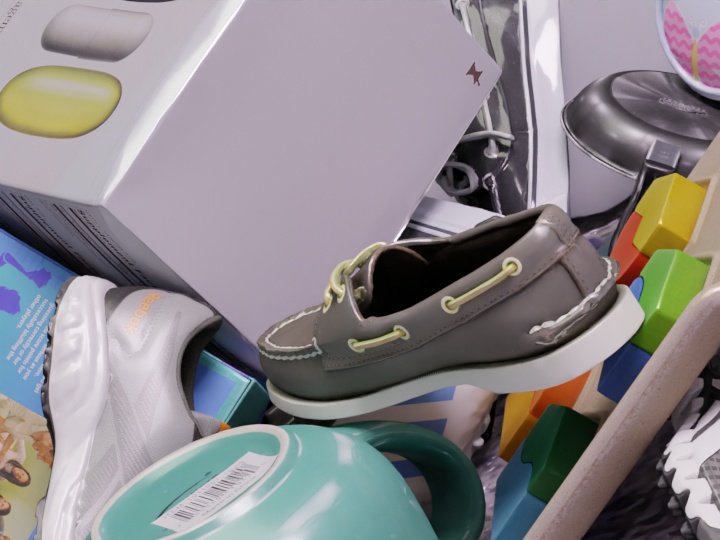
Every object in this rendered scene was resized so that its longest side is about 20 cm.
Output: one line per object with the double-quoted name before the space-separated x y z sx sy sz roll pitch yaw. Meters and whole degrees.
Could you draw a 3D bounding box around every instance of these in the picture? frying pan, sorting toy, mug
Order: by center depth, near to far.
"mug" -0.039 0.124 1.005 0.152 0.115 0.185 -21 19 17
"sorting toy" 0.102 0.035 1.031 0.185 0.036 0.200 -58 3 25
"frying pan" 0.132 -0.058 1.203 0.115 0.031 0.190 29 30 28

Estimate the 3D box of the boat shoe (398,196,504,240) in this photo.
"boat shoe" 0.000 0.000 1.230 0.200 0.072 0.071 5 43 46

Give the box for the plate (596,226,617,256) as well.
"plate" 0.203 -0.022 1.214 0.200 0.026 0.200 -25 18 9

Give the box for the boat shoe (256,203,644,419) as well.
"boat shoe" 0.024 0.015 1.009 0.201 0.060 0.072 -11 26 49

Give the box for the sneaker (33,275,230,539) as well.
"sneaker" -0.097 0.100 1.079 0.079 0.201 0.074 2 -12 1

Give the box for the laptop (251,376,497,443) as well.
"laptop" -0.037 0.044 1.238 0.200 0.103 0.177 -26 18 18

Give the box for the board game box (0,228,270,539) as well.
"board game box" -0.165 0.069 1.156 0.152 0.200 0.045 -57 -15 -7

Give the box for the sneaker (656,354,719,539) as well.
"sneaker" 0.162 0.069 0.950 0.090 0.067 0.200 -26 16 12

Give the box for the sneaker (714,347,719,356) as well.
"sneaker" 0.218 -0.015 1.071 0.200 0.081 0.083 -22 23 16

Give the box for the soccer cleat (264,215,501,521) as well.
"soccer cleat" 0.029 0.058 1.123 0.200 0.086 0.070 -42 16 -13

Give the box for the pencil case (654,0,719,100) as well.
"pencil case" 0.239 -0.137 1.274 0.200 0.091 0.083 -13 -15 -42

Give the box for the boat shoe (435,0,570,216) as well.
"boat shoe" 0.070 -0.057 1.269 0.068 0.200 0.074 -1 -19 2

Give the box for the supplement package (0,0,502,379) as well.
"supplement package" -0.083 -0.075 1.208 0.200 0.147 0.191 13 64 50

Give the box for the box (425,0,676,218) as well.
"box" 0.091 -0.136 1.392 0.199 0.200 0.131 -25 13 7
